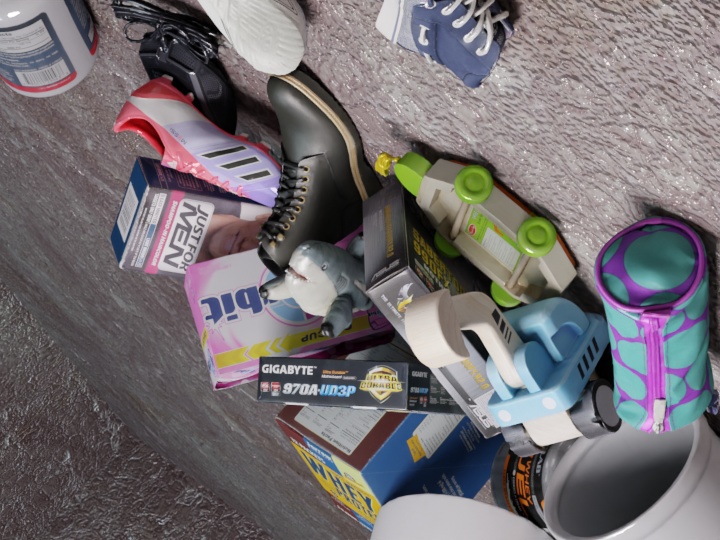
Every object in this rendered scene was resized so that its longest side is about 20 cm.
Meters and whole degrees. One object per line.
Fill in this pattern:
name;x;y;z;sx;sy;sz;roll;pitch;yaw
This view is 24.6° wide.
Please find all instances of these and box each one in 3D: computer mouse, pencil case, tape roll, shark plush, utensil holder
computer mouse;-0.166;-0.195;1.658;0.138;0.053;0.201;25;149;27
pencil case;0.228;0.048;1.261;0.084;0.093;0.200;-2;146;14
tape roll;0.103;0.305;1.679;0.201;0.071;0.203;12;149;7
shark plush;0.000;0.000;1.546;0.091;0.199;0.084;36;118;38
utensil holder;0.290;0.237;1.475;0.200;0.170;0.170;46;164;-21

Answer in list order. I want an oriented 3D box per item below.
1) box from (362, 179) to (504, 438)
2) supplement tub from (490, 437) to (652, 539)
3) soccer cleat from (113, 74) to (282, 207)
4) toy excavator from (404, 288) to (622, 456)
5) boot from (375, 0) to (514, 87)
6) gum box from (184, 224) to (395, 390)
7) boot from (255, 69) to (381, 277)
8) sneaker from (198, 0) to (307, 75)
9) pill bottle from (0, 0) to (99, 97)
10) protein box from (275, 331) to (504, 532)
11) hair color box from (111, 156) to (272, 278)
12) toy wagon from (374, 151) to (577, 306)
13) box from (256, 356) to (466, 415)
box;0.077;0.034;1.516;0.200;0.048;0.159;51;-161;-26
supplement tub;0.217;0.210;1.647;0.123;0.123;0.200;44;163;-7
soccer cleat;-0.150;-0.111;1.616;0.200;0.077;0.067;38;156;9
toy excavator;0.130;0.066;1.382;0.100;0.195;0.201;-21;110;40
boot;0.067;-0.187;1.111;0.090;0.073;0.200;34;171;3
gum box;-0.063;0.033;1.629;0.066;0.199;0.114;116;137;-70
boot;-0.063;-0.080;1.539;0.077;0.138;0.200;24;155;46
sneaker;-0.111;-0.251;1.358;0.201;0.072;0.073;58;-174;-24
pill bottle;-0.360;-0.287;1.745;0.119;0.120;0.200;34;161;26
protein box;0.050;0.167;1.786;0.135;0.200;0.199;29;159;39
hair color box;-0.142;-0.043;1.677;0.199;0.100;0.061;9;-150;-26
toy wagon;0.099;-0.045;1.430;0.200;0.040;0.155;41;163;8
box;0.017;0.111;1.579;0.158;0.046;0.200;1;175;28
